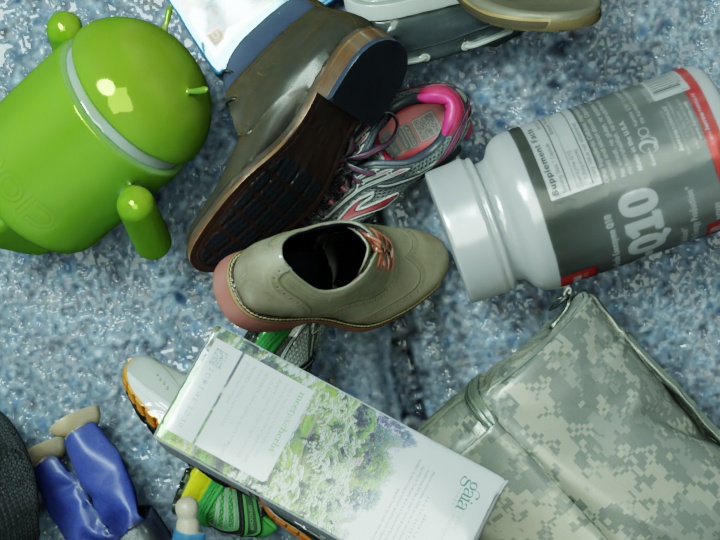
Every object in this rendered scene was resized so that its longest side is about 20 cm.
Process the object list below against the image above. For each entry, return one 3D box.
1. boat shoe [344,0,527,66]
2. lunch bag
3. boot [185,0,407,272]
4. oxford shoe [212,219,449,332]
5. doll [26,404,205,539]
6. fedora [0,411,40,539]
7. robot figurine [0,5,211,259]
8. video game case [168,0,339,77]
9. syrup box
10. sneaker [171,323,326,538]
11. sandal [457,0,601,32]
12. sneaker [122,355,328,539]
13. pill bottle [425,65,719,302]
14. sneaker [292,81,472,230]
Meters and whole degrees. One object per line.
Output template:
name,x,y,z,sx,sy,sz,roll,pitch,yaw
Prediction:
boat shoe,0.084,-0.187,1.032,0.199,0.076,0.061,-10,129,-7
lunch bag,0.155,0.133,0.987,0.168,0.139,0.200,-43,87,8
boot,-0.062,-0.095,0.988,0.200,0.075,0.097,-48,52,3
oxford shoe,0.000,0.000,0.977,0.075,0.200,0.071,-30,78,44
doll,-0.159,0.194,1.020,0.136,0.048,0.200,-39,76,23
fedora,-0.282,0.149,1.015,0.091,0.200,0.201,-20,89,-31
robot figurine,-0.185,-0.091,0.999,0.200,0.116,0.176,-38,62,22
video game case,-0.097,-0.262,1.059,0.143,0.018,0.200,-33,89,1
syrup box,-0.018,0.118,0.888,0.199,0.081,0.079,28,78,4
sneaker,-0.059,0.095,1.037,0.085,0.078,0.201,23,100,-5
sandal,0.089,-0.224,0.984,0.080,0.054,0.200,-18,51,-18
sneaker,-0.063,0.105,0.973,0.200,0.076,0.092,34,73,2
pill bottle,0.153,-0.054,1.001,0.199,0.114,0.114,-20,89,3
sneaker,-0.012,-0.071,1.028,0.200,0.075,0.081,-37,89,3
